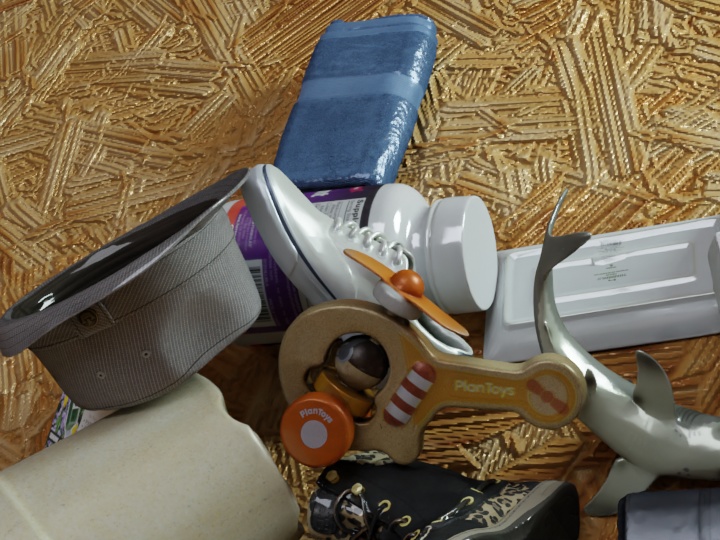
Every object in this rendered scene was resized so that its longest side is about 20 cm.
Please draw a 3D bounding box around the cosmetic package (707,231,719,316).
[{"bbox_3d":[0.322,0.039,1.006,0.198,0.052,0.152,-9,71,3],"label":"cosmetic package"}]

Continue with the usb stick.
[{"bbox_3d":[0.253,0.153,1.013,0.198,0.033,0.056,-6,47,20],"label":"usb stick"}]

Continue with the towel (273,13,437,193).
[{"bbox_3d":[-0.002,-0.129,1.384,0.111,0.049,0.201,-2,49,25],"label":"towel"}]

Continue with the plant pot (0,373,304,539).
[{"bbox_3d":[-0.144,0.170,1.081,0.183,0.202,0.200,-35,44,-17],"label":"plant pot"}]

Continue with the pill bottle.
[{"bbox_3d":[-0.005,-0.005,1.225,0.198,0.112,0.112,-4,48,21],"label":"pill bottle"}]

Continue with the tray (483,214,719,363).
[{"bbox_3d":[0.182,0.007,1.190,0.198,0.022,0.108,-9,46,18],"label":"tray"}]

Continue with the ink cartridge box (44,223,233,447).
[{"bbox_3d":[-0.161,0.050,1.207,0.109,0.050,0.202,17,89,60],"label":"ink cartridge box"}]

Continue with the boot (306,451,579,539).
[{"bbox_3d":[0.029,0.169,1.036,0.149,0.074,0.199,9,22,36],"label":"boot"}]

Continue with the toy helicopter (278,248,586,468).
[{"bbox_3d":[0.045,0.059,1.064,0.198,0.134,0.079,5,8,10],"label":"toy helicopter"}]

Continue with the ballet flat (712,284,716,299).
[{"bbox_3d":[0.272,0.014,1.096,0.067,0.068,0.201,-18,46,-8],"label":"ballet flat"}]

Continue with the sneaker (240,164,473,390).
[{"bbox_3d":[0.000,0.000,1.132,0.071,0.200,0.073,-37,7,14],"label":"sneaker"}]

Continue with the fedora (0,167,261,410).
[{"bbox_3d":[-0.135,0.024,1.081,0.199,0.091,0.177,-29,12,7],"label":"fedora"}]

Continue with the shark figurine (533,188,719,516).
[{"bbox_3d":[0.163,0.065,1.091,0.128,0.215,0.089,-43,-3,24],"label":"shark figurine"}]
